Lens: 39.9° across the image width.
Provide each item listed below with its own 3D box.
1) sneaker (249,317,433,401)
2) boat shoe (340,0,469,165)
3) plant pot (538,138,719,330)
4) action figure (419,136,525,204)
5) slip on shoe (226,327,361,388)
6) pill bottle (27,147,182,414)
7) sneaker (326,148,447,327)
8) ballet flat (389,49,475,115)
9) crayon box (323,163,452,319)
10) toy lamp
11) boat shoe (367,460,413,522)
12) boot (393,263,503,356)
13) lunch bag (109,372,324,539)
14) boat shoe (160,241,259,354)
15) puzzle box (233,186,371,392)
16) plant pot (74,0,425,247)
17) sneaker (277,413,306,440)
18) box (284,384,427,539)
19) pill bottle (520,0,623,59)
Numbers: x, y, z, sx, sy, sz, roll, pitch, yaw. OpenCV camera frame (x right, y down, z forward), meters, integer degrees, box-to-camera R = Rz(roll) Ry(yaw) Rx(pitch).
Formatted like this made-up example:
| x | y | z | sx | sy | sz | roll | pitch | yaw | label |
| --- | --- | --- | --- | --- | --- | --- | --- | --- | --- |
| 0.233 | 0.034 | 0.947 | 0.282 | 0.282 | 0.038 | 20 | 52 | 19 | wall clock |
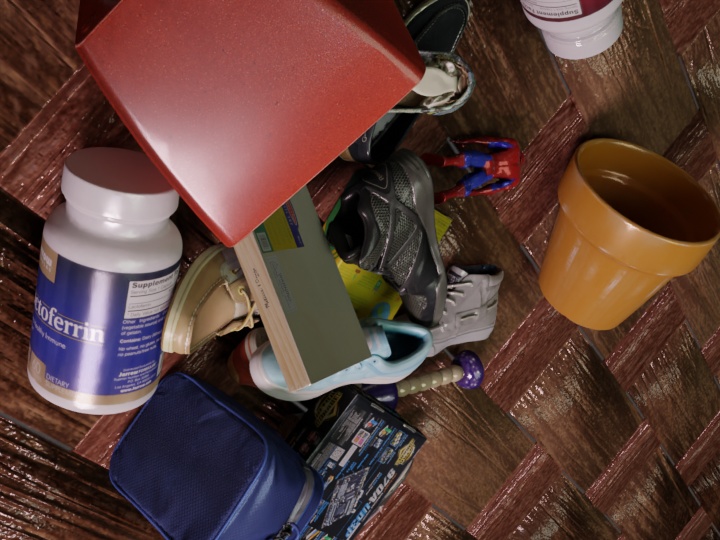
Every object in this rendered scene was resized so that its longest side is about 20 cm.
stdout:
| x | y | z | sx | sy | sz | roll | pitch | yaw | label |
| --- | --- | --- | --- | --- | --- | --- | --- | --- | --- |
| -0.014 | 0.077 | 0.994 | 0.198 | 0.075 | 0.082 | -7 | 155 | -35 | sneaker |
| 0.050 | -0.186 | 0.981 | 0.201 | 0.062 | 0.075 | -53 | 137 | -2 | boat shoe |
| 0.319 | -0.032 | 1.250 | 0.198 | 0.201 | 0.185 | -11 | 139 | -37 | plant pot |
| 0.130 | -0.114 | 1.098 | 0.199 | 0.051 | 0.066 | -16 | 104 | -49 | action figure |
| -0.068 | 0.103 | 1.078 | 0.061 | 0.075 | 0.199 | -30 | 155 | 28 | slip on shoe |
| -0.212 | 0.008 | 0.834 | 0.115 | 0.115 | 0.202 | -6 | 120 | -40 | pill bottle |
| 0.024 | -0.013 | 0.993 | 0.113 | 0.076 | 0.201 | -29 | 131 | -20 | sneaker |
| 0.012 | -0.175 | 0.900 | 0.197 | 0.075 | 0.075 | -5 | 123 | -14 | ballet flat |
| 0.000 | 0.000 | 1.070 | 0.126 | 0.051 | 0.201 | 26 | 98 | -48 | crayon box |
| 0.067 | 0.139 | 1.225 | 0.198 | 0.058 | 0.059 | -10 | 124 | -41 | toy lamp |
| -0.010 | 0.292 | 1.258 | 0.200 | 0.067 | 0.057 | -43 | 154 | -4 | boat shoe |
| 0.096 | 0.039 | 1.180 | 0.199 | 0.073 | 0.097 | -11 | 118 | -48 | boot |
| -0.132 | 0.210 | 0.982 | 0.137 | 0.199 | 0.132 | -53 | 142 | -6 | lunch bag |
| -0.113 | 0.016 | 0.893 | 0.200 | 0.066 | 0.075 | -57 | 166 | -56 | boat shoe |
| -0.060 | 0.001 | 0.903 | 0.025 | 0.202 | 0.133 | -23 | 175 | 25 | puzzle box |
| -0.098 | -0.179 | 0.732 | 0.199 | 0.201 | 0.176 | -39 | 126 | 18 | plant pot |
| -0.055 | 0.259 | 1.183 | 0.111 | 0.071 | 0.202 | -1 | 116 | -38 | sneaker |
| -0.033 | 0.230 | 1.099 | 0.201 | 0.046 | 0.159 | -53 | 138 | -1 | box |
| 0.206 | -0.316 | 0.996 | 0.113 | 0.113 | 0.201 | -43 | 138 | -10 | pill bottle |
